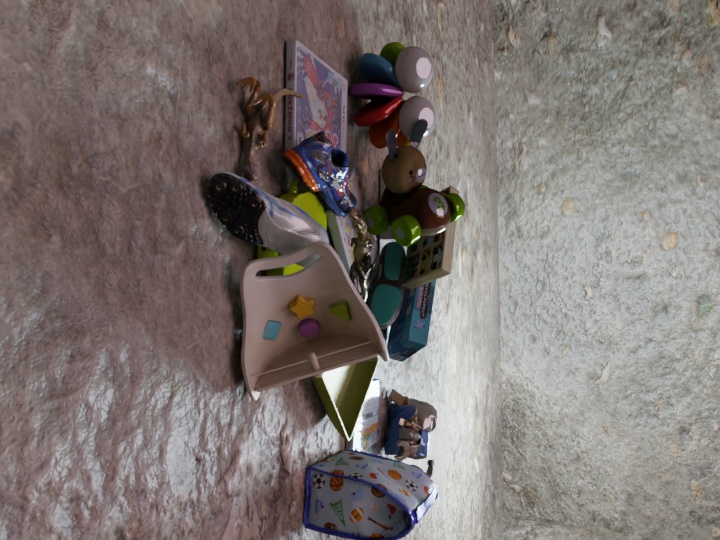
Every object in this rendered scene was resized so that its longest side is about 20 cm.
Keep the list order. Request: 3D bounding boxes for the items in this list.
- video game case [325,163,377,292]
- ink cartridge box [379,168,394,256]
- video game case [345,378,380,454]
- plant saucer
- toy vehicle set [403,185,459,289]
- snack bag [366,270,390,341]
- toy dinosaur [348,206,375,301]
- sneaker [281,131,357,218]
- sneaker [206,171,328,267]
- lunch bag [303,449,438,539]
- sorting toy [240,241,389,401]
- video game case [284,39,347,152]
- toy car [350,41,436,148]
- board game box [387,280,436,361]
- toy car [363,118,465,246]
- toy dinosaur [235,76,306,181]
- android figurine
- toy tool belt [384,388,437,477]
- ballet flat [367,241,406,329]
[{"bbox_3d":[-0.012,-0.073,1.066,0.183,0.022,0.202,-70,151,-51],"label":"video game case"},{"bbox_3d":[0.092,-0.128,1.281,0.115,0.067,0.204,0,91,-67],"label":"ink cartridge box"},{"bbox_3d":[0.005,0.333,1.157,0.143,0.017,0.204,18,75,-67],"label":"video game case"},{"bbox_3d":[-0.034,0.170,1.015,0.201,0.047,0.202,-65,148,-45],"label":"plant saucer"},{"bbox_3d":[0.148,-0.069,1.171,0.026,0.124,0.203,26,59,-28],"label":"toy vehicle set"},{"bbox_3d":[0.028,0.096,1.198,0.200,0.021,0.192,-46,133,-62],"label":"snack bag"},{"bbox_3d":[0.000,0.000,0.925,0.088,0.047,0.203,-89,180,-66],"label":"toy dinosaur"},{"bbox_3d":[-0.043,-0.148,0.877,0.076,0.078,0.200,51,5,23],"label":"sneaker"},{"bbox_3d":[-0.122,-0.071,0.739,0.199,0.072,0.073,34,25,-38],"label":"sneaker"},{"bbox_3d":[0.024,0.399,0.971,0.170,0.197,0.126,9,82,-68],"label":"lunch bag"},{"bbox_3d":[-0.079,0.055,0.759,0.107,0.197,0.183,-111,-173,-61],"label":"sorting toy"},{"bbox_3d":[-0.070,-0.261,0.940,0.199,0.023,0.186,0,91,-67],"label":"video game case"},{"bbox_3d":[0.049,-0.341,1.093,0.148,0.174,0.204,-14,108,-29],"label":"toy car"},{"bbox_3d":[0.114,0.085,1.230,0.151,0.046,0.203,127,-23,-63],"label":"board game box"},{"bbox_3d":[0.098,-0.176,1.050,0.163,0.157,0.203,-27,124,-35],"label":"toy car"},{"bbox_3d":[-0.135,-0.217,0.766,0.107,0.059,0.202,100,9,-62],"label":"toy dinosaur"},{"bbox_3d":[-0.099,-0.035,0.857,0.182,0.040,0.204,14,78,-67],"label":"android figurine"},{"bbox_3d":[0.100,0.391,1.298,0.122,0.124,0.203,27,59,-31],"label":"toy tool belt"},{"bbox_3d":[0.056,0.038,1.157,0.075,0.073,0.203,59,41,-52],"label":"ballet flat"}]
